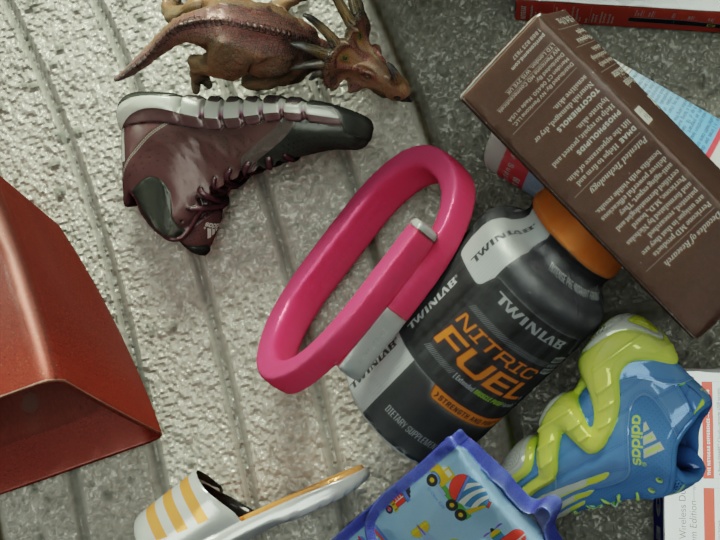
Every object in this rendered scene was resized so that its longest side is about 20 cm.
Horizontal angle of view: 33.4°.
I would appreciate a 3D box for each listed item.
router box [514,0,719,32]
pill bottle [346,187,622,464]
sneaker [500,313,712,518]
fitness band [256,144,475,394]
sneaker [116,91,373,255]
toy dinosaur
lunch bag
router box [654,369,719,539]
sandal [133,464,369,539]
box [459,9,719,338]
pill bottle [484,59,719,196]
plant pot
[{"bbox_3d":[0.209,-0.281,0.878,0.177,0.049,0.203,4,85,7],"label":"router box"},{"bbox_3d":[0.088,0.031,0.800,0.106,0.106,0.200,46,113,9],"label":"pill bottle"},{"bbox_3d":[0.159,0.132,0.791,0.105,0.075,0.201,40,122,26],"label":"sneaker"},{"bbox_3d":[0.000,0.000,0.828,0.037,0.144,0.201,37,95,-23],"label":"fitness band"},{"bbox_3d":[-0.088,-0.068,0.886,0.197,0.076,0.117,4,90,17],"label":"sneaker"},{"bbox_3d":[-0.068,-0.163,0.844,0.198,0.135,0.087,-4,103,-25],"label":"toy dinosaur"},{"bbox_3d":[0.067,0.199,0.776,0.151,0.094,0.200,49,128,9],"label":"lunch bag"},{"bbox_3d":[0.292,0.167,0.815,0.177,0.049,0.203,1,84,7],"label":"router box"},{"bbox_3d":[-0.095,0.166,0.858,0.205,0.079,0.060,-23,81,-5],"label":"sandal"},{"bbox_3d":[0.160,-0.063,0.729,0.200,0.100,0.075,47,112,2],"label":"box"},{"bbox_3d":[0.193,-0.071,0.829,0.199,0.109,0.109,31,88,9],"label":"pill bottle"},{"bbox_3d":[-0.277,0.047,0.839,0.198,0.200,0.178,-19,69,4],"label":"plant pot"}]
